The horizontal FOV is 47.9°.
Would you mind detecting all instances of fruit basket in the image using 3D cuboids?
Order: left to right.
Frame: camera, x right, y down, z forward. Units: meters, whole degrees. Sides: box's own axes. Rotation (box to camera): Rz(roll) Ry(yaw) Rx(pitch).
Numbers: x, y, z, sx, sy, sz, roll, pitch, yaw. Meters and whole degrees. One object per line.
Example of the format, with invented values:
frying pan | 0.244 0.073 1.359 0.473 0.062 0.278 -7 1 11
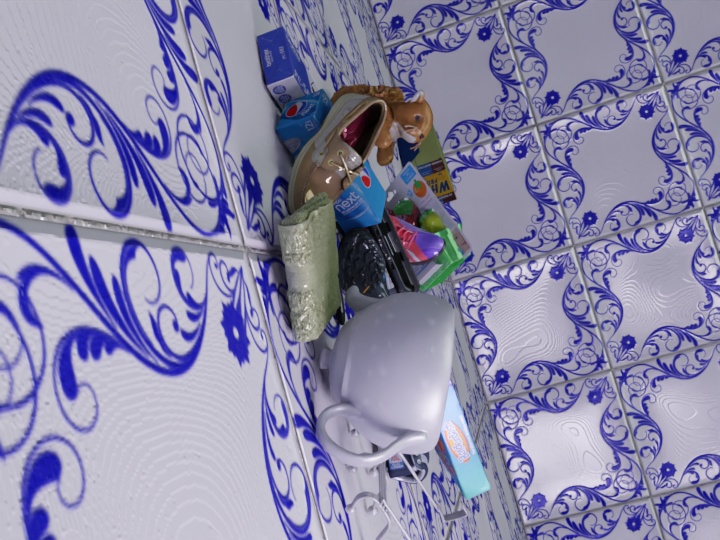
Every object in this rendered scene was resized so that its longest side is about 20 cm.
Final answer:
fruit basket | 0.099 -0.068 1.495 0.094 0.185 0.200 -31 79 -41

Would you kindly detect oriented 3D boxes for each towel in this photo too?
towel | -0.055 -0.007 0.935 0.200 0.036 0.149 -64 150 -75

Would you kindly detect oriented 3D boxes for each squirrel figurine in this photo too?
squirrel figurine | 0.042 -0.300 1.562 0.142 0.186 0.200 60 16 -50

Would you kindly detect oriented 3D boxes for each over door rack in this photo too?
over door rack | 0.052 0.290 0.964 0.200 0.067 0.148 47 19 -20

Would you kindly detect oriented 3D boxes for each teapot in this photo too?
teapot | 0.024 0.115 0.931 0.200 0.146 0.198 90 8 -85

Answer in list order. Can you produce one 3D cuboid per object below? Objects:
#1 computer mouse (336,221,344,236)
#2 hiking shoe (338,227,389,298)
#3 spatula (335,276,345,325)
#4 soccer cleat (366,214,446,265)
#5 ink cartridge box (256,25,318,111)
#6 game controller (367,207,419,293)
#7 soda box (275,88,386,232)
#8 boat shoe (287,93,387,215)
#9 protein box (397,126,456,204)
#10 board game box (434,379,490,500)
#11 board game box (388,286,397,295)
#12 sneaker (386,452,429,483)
computer mouse | -0.018 -0.086 1.300 0.200 0.044 0.110 34 41 -74
hiking shoe | 0.000 0.000 1.222 0.200 0.074 0.087 77 -3 -48
spatula | -0.048 -0.023 1.105 0.057 0.021 0.200 -10 84 -81
soccer cleat | 0.064 -0.061 1.416 0.200 0.068 0.073 19 -27 50
ink cartridge box | -0.089 -0.253 1.191 0.200 0.044 0.094 54 20 -60
game controller | 0.042 -0.041 1.341 0.200 0.042 0.104 65 19 -3
soda box | -0.037 -0.151 1.144 0.200 0.064 0.068 55 32 -35
boat shoe | -0.028 -0.147 1.044 0.074 0.066 0.200 39 67 -41
protein box | 0.224 -0.353 2.767 0.200 0.135 0.199 62 15 -46
board game box | 0.123 0.221 1.223 0.152 0.045 0.200 -131 -162 -71
board game box | 0.080 0.114 1.450 0.200 0.062 0.200 46 25 -60
sneaker | 0.039 0.201 1.078 0.200 0.070 0.109 55 32 -31
